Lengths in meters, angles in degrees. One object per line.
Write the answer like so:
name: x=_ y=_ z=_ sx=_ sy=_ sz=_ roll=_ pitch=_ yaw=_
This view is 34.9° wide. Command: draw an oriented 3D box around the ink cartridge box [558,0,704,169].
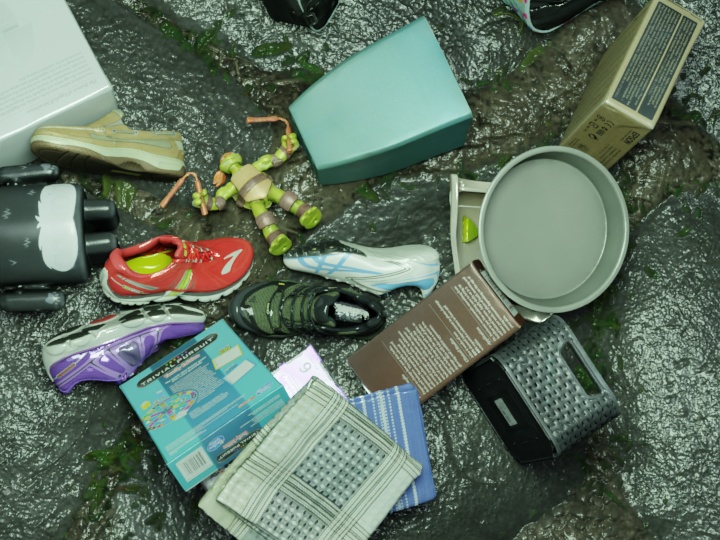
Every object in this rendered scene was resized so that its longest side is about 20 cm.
ink cartridge box: x=0.340 y=-0.231 z=1.462 sx=0.075 sy=0.200 sz=0.165 roll=29 pitch=77 yaw=0

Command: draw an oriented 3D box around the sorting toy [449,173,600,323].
sorting toy: x=0.189 y=-0.024 z=1.457 sx=0.199 sy=0.107 sz=0.181 roll=3 pitch=90 yaw=-16

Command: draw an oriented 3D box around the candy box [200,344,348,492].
candy box: x=-0.096 y=0.216 z=1.379 sx=0.200 sy=0.072 sz=0.168 roll=-34 pitch=85 yaw=-12

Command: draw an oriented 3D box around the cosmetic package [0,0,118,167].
cosmetic package: x=-0.433 y=-0.245 z=1.412 sx=0.199 sy=0.123 sz=0.201 roll=-27 pitch=81 yaw=-12

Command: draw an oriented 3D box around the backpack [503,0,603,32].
backpack: x=0.271 y=-0.417 z=1.502 sx=0.200 sy=0.178 sz=0.151 roll=-36 pitch=65 yaw=-11

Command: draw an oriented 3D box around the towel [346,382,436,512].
towel: x=-0.015 y=0.221 z=1.339 sx=0.199 sy=0.024 sz=0.146 roll=-12 pitch=94 yaw=-13

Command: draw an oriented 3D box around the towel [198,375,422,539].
towel: x=-0.052 y=0.244 z=1.281 sx=0.200 sy=0.035 sz=0.193 roll=-48 pitch=118 yaw=-2

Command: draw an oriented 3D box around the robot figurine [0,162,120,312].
robot figurine: x=-0.391 y=-0.041 z=1.376 sx=0.199 sy=0.125 sz=0.151 roll=-4 pitch=38 yaw=-8

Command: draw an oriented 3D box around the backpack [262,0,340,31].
backpack: x=-0.070 y=-0.432 z=1.467 sx=0.150 sy=0.178 sz=0.200 roll=27 pitch=73 yaw=31

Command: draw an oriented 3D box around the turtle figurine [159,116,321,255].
turtle figurine: x=-0.137 y=-0.093 z=1.443 sx=0.200 sy=0.064 sz=0.161 roll=-36 pitch=70 yaw=-19

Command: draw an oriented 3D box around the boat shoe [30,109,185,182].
boat shoe: x=-0.308 y=-0.160 z=1.408 sx=0.199 sy=0.071 sz=0.077 roll=9 pitch=79 yaw=-41

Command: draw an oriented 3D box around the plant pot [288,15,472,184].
plant pot: x=0.018 y=-0.198 z=1.451 sx=0.199 sy=0.141 sz=0.142 roll=-24 pitch=82 yaw=-3

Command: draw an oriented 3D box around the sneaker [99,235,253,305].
sneaker: x=-0.214 y=-0.008 z=1.388 sx=0.199 sy=0.085 sz=0.077 roll=-13 pitch=61 yaw=-29

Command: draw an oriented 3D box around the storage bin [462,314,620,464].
storage bin: x=0.209 y=0.146 z=1.364 sx=0.094 sy=0.200 sz=0.136 roll=-31 pitch=83 yaw=-13

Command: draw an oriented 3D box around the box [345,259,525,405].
box: x=0.092 y=0.086 z=1.391 sx=0.200 sy=0.075 sz=0.100 roll=-38 pitch=85 yaw=12

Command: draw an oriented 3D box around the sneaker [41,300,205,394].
sneaker: x=-0.283 y=0.093 z=1.395 sx=0.199 sy=0.081 sz=0.084 roll=-18 pitch=107 yaw=-12

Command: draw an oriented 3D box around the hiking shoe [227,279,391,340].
hiking shoe: x=-0.062 y=0.043 z=1.405 sx=0.199 sy=0.101 sz=0.076 roll=2 pitch=77 yaw=-6

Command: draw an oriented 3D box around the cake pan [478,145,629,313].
cake pan: x=0.230 y=-0.050 z=1.394 sx=0.199 sy=0.037 sz=0.201 roll=-1 pitch=92 yaw=-16

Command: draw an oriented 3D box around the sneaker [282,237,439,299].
sneaker: x=0.000 y=0.000 z=1.442 sx=0.199 sy=0.072 sz=0.073 roll=5 pitch=105 yaw=1

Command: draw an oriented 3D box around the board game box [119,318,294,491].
board game box: x=-0.179 y=0.150 z=1.326 sx=0.151 sy=0.200 sz=0.047 roll=-33 pitch=121 yaw=-12
